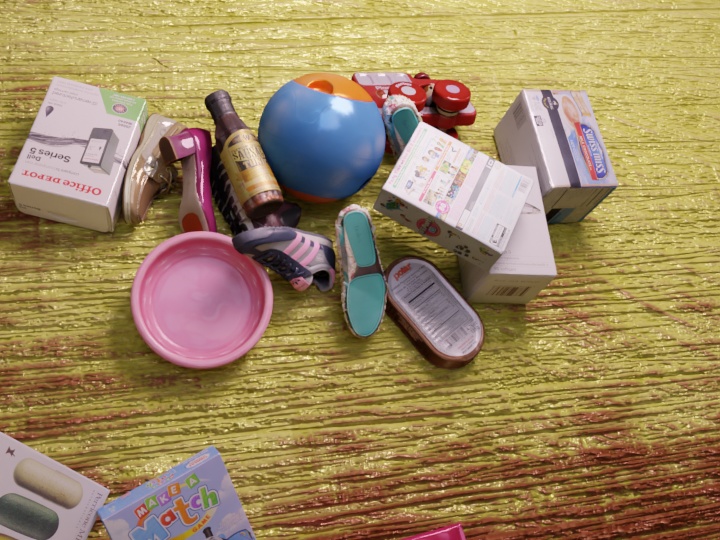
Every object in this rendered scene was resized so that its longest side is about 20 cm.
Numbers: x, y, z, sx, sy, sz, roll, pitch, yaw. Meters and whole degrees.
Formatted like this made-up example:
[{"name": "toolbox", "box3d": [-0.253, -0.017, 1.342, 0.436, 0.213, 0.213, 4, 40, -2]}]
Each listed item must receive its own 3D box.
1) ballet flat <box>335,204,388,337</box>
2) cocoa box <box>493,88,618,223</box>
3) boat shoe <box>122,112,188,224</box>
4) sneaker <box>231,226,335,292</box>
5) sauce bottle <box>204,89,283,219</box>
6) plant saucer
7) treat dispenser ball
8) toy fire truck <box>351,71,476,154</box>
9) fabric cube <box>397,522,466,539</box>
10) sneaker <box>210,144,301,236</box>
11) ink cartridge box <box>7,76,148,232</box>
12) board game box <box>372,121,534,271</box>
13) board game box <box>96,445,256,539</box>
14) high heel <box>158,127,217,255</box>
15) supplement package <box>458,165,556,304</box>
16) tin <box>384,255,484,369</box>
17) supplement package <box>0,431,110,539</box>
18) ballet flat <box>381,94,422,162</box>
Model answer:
[{"name": "ballet flat", "box3d": [0.000, 0.000, 1.147, 0.075, 0.064, 0.201, -4, 94, -10]}, {"name": "cocoa box", "box3d": [0.336, -0.197, 1.310, 0.131, 0.133, 0.201, -3, 67, -17]}, {"name": "boat shoe", "box3d": [-0.315, -0.158, 1.158, 0.066, 0.074, 0.201, 10, 63, -3]}, {"name": "sneaker", "box3d": [-0.103, -0.014, 1.104, 0.200, 0.070, 0.082, 8, 67, -50]}, {"name": "sauce bottle", "box3d": [-0.180, -0.176, 1.123, 0.066, 0.066, 0.201, -22, 78, -23]}, {"name": "plant saucer", "box3d": [-0.229, 0.045, 1.087, 0.200, 0.051, 0.201, 4, 72, -13]}, {"name": "treat dispenser ball", "box3d": [-0.060, -0.207, 1.174, 0.200, 0.201, 0.202, 6, 64, -12]}, {"name": "toy fire truck", "box3d": [0.096, -0.300, 1.321, 0.199, 0.112, 0.168, -7, 49, -18]}, {"name": "fabric cube", "box3d": [0.031, 0.438, 0.898, 0.199, 0.196, 0.201, -9, 67, -20]}, {"name": "sneaker", "box3d": [-0.161, -0.114, 1.188, 0.115, 0.076, 0.201, -15, 75, -32]}, {"name": "ink cartridge box", "box3d": [-0.419, -0.175, 1.133, 0.145, 0.084, 0.201, 13, 63, -7]}, {"name": "board game box", "box3d": [0.141, -0.114, 1.132, 0.199, 0.064, 0.148, 29, 62, 1]}, {"name": "board game box", "box3d": [-0.208, 0.338, 0.914, 0.151, 0.037, 0.201, -27, 108, -24]}, {"name": "high heel", "box3d": [-0.236, -0.120, 1.153, 0.096, 0.067, 0.201, -27, 107, -50]}, {"name": "supplement package", "box3d": [0.229, -0.059, 1.226, 0.116, 0.117, 0.201, 1, 65, -13]}, {"name": "tin", "box3d": [0.113, 0.063, 1.186, 0.112, 0.042, 0.200, -35, 78, -30]}, {"name": "supplement package", "box3d": [-0.426, 0.267, 0.833, 0.200, 0.150, 0.152, 47, 51, -39]}, {"name": "ballet flat", "box3d": [0.083, -0.206, 1.235, 0.075, 0.200, 0.064, -20, 42, -3]}]
